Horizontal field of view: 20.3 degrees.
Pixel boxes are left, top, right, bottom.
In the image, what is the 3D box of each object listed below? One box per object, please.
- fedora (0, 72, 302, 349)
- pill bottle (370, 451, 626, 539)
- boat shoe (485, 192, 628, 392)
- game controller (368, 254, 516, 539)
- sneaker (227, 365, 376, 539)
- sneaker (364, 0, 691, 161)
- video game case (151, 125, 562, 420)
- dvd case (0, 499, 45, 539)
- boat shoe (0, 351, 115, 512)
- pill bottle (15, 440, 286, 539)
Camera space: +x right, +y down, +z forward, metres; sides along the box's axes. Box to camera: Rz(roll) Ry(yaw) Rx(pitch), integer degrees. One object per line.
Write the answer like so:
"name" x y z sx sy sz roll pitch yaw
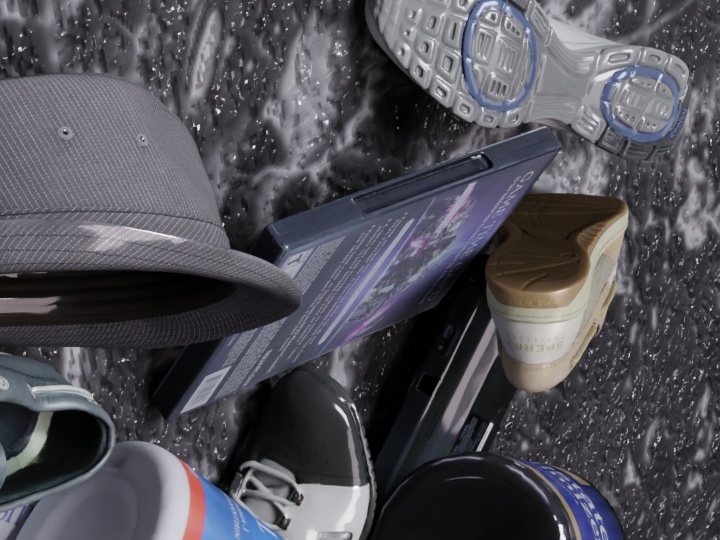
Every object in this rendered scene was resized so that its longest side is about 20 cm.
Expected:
"fedora" -0.125 -0.025 0.810 0.199 0.176 0.091 4 76 -35
"pill bottle" 0.085 0.159 1.098 0.112 0.111 0.200 -67 160 0
"boat shoe" 0.106 0.006 1.097 0.200 0.072 0.065 -57 147 -67
"game controller" 0.047 0.091 1.150 0.201 0.042 0.104 -63 156 -5
"sneaker" -0.051 0.149 1.025 0.088 0.074 0.201 -8 113 -50
"sneaker" 0.079 -0.109 1.056 0.199 0.087 0.075 20 95 -33
"video game case" 0.000 0.000 0.998 0.199 0.019 0.143 -23 158 -43
"dvd case" -0.199 0.162 0.903 0.142 0.017 0.201 31 83 -51
"boat shoe" -0.161 0.064 0.790 0.200 0.061 0.073 5 103 -71
"pill bottle" -0.061 0.174 0.930 0.200 0.112 0.113 42 75 -35
